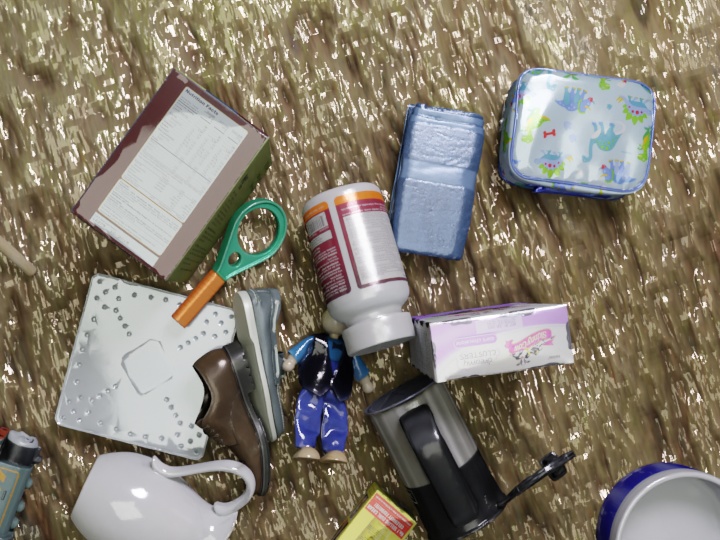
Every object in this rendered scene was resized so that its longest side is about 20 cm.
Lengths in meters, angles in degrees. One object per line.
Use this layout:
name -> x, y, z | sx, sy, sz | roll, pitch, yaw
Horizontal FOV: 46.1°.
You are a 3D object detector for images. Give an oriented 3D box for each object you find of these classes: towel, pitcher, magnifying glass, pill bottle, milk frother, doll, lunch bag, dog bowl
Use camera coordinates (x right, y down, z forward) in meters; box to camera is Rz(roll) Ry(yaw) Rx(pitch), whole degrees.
towel -> 0.101, -0.117, 1.135 | 0.110, 0.049, 0.203 | 10, 87, -4
pitcher -> -0.243, 0.287, 1.058 | 0.198, 0.121, 0.173 | 25, 104, -9
magnifying glass -> -0.170, -0.009, 1.099 | 0.200, 0.022, 0.080 | -49, 129, -9
pill bottle -> 0.000, 0.000, 1.079 | 0.108, 0.110, 0.203 | -15, 80, -4
milk frother -> 0.140, 0.216, 1.074 | 0.198, 0.180, 0.190 | -28, 92, -17
doll -> -0.039, 0.146, 1.106 | 0.135, 0.048, 0.203 | 13, 72, -26
lunch bag -> 0.286, -0.178, 1.134 | 0.197, 0.082, 0.163 | 6, 87, -4
dog bowl -> 0.422, 0.364, 1.132 | 0.197, 0.079, 0.203 | 0, 88, -4

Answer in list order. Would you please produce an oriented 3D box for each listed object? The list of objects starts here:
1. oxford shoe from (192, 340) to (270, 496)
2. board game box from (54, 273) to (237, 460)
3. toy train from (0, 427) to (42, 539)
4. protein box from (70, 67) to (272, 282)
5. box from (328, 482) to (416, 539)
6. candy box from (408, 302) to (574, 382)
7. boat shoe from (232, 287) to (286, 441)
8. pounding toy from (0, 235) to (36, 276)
oxford shoe -> -0.169, 0.199, 1.083 | 0.083, 0.072, 0.203 | -18, 95, -22
board game box -> -0.278, 0.126, 1.111 | 0.197, 0.026, 0.203 | 15, 88, -4
toy train -> -0.482, 0.289, 1.069 | 0.113, 0.085, 0.203 | 21, 85, -16
protein box -> -0.219, -0.106, 1.035 | 0.134, 0.199, 0.201 | 36, 86, -3
box -> -0.015, 0.384, 1.112 | 0.075, 0.050, 0.201 | 40, 86, -2
candy box -> 0.154, 0.085, 1.058 | 0.165, 0.200, 0.073 | -7, 89, -5
boat shoe -> -0.117, 0.121, 1.101 | 0.061, 0.073, 0.203 | -14, 97, -27
pounding toy -> -0.518, -0.083, 1.034 | 0.140, 0.184, 0.203 | -17, 81, -4
